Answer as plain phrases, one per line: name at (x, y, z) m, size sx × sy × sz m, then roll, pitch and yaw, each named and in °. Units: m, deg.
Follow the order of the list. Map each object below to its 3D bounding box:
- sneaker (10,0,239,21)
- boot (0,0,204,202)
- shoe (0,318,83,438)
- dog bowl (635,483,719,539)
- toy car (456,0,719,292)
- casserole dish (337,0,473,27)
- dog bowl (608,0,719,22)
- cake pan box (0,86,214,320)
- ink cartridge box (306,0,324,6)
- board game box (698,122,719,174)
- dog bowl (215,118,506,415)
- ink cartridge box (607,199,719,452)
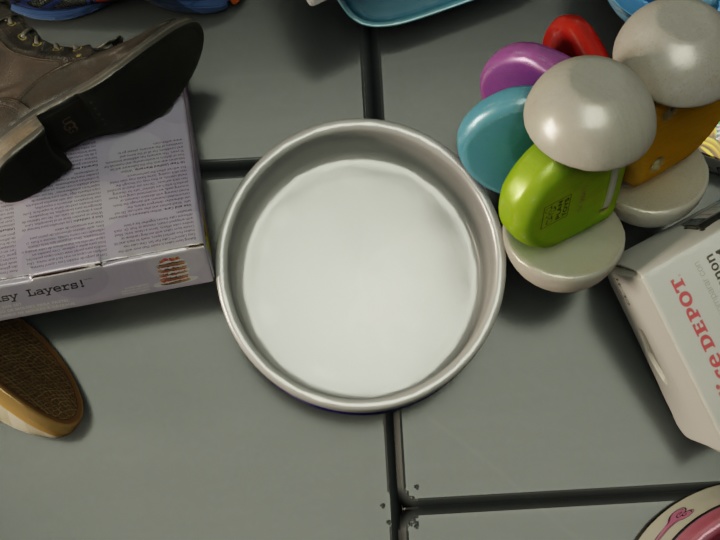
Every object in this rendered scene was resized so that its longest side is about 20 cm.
sneaker at (-0.181, -0.228, 1.114) m, size 0.198 × 0.078 × 0.076 m, roll -5°, pitch 80°, yaw -1°
boot at (-0.227, -0.155, 1.059) m, size 0.199 × 0.069 × 0.174 m, roll -35°, pitch 63°, yaw -15°
shoe at (-0.280, 0.054, 1.084) m, size 0.199 × 0.070 × 0.053 m, roll 39°, pitch 125°, yaw 1°
dog bowl at (0.275, 0.244, 1.048) m, size 0.198 × 0.074 × 0.202 m, roll 0°, pitch 81°, yaw -2°
toy car at (0.148, -0.101, 1.025) m, size 0.199 × 0.176 × 0.150 m, roll -35°, pitch 61°, yaw -26°
casserole dish at (0.056, -0.248, 1.142) m, size 0.198 × 0.039 × 0.122 m, roll -20°, pitch 81°, yaw -5°
dog bowl at (0.263, -0.212, 1.098) m, size 0.198 × 0.050 × 0.113 m, roll 9°, pitch 81°, yaw 2°
cake pan box at (-0.209, -0.061, 1.068) m, size 0.198 × 0.053 × 0.186 m, roll -12°, pitch 55°, yaw -4°
ink cartridge box at (-0.015, -0.303, 1.086) m, size 0.145 × 0.086 × 0.201 m, roll -24°, pitch 52°, yaw -4°
board game box at (0.265, -0.177, 1.135) m, size 0.125 × 0.035 × 0.202 m, roll 18°, pitch 81°, yaw 3°
dog bowl at (0.000, 0.000, 1.080) m, size 0.198 × 0.079 × 0.202 m, roll 0°, pitch 81°, yaw -1°
ink cartridge box at (0.294, 0.015, 1.066) m, size 0.199 × 0.086 × 0.149 m, roll -29°, pitch 97°, yaw -7°
